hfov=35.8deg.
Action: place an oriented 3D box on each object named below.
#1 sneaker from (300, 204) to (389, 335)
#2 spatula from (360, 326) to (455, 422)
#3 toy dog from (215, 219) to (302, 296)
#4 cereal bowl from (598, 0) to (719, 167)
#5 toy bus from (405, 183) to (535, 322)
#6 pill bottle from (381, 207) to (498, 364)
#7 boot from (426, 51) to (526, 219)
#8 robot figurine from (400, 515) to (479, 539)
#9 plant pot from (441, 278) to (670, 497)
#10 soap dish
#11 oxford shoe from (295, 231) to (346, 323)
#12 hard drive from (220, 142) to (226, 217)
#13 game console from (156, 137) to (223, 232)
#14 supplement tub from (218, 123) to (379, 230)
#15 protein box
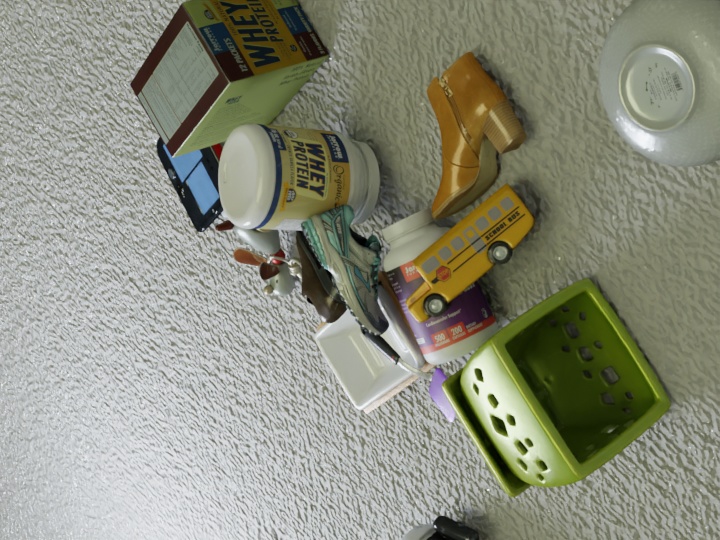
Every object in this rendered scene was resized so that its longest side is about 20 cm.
[{"bbox_3d":[0.000,0.000,1.544,0.201,0.086,0.078,59,-179,-23],"label":"sneaker"},{"bbox_3d":[0.068,0.134,1.578,0.199,0.020,0.057,38,132,27],"label":"spatula"},{"bbox_3d":[-0.168,-0.035,1.771,0.201,0.096,0.132,64,159,-13],"label":"toy dog"},{"bbox_3d":[0.339,-0.207,1.211,0.199,0.083,0.202,22,123,39],"label":"cereal bowl"},{"bbox_3d":[0.137,-0.019,1.441,0.200,0.065,0.079,-40,86,9],"label":"toy bus"},{"bbox_3d":[0.104,0.020,1.538,0.112,0.112,0.202,-25,90,48],"label":"pill bottle"},{"bbox_3d":[0.126,-0.176,1.467,0.145,0.070,0.201,57,135,18],"label":"boot"},{"bbox_3d":[0.138,0.470,1.702,0.199,0.151,0.125,22,163,38],"label":"robot figurine"},{"bbox_3d":[0.234,0.159,1.415,0.201,0.198,0.181,57,145,8],"label":"plant pot"},{"bbox_3d":[0.031,0.106,1.678,0.158,0.081,0.200,58,138,9],"label":"soap dish"},{"bbox_3d":[-0.068,0.004,1.687,0.085,0.072,0.201,-58,31,25],"label":"oxford shoe"},{"bbox_3d":[-0.170,-0.153,1.806,0.199,0.026,0.133,2,110,45],"label":"hard drive"},{"bbox_3d":[-0.277,-0.173,1.874,0.200,0.031,0.178,-35,77,59],"label":"game console"},{"bbox_3d":[-0.086,-0.129,1.578,0.144,0.198,0.146,-1,89,56],"label":"supplement tub"},{"bbox_3d":[-0.193,-0.295,1.633,0.136,0.198,0.200,58,138,7],"label":"protein box"}]
